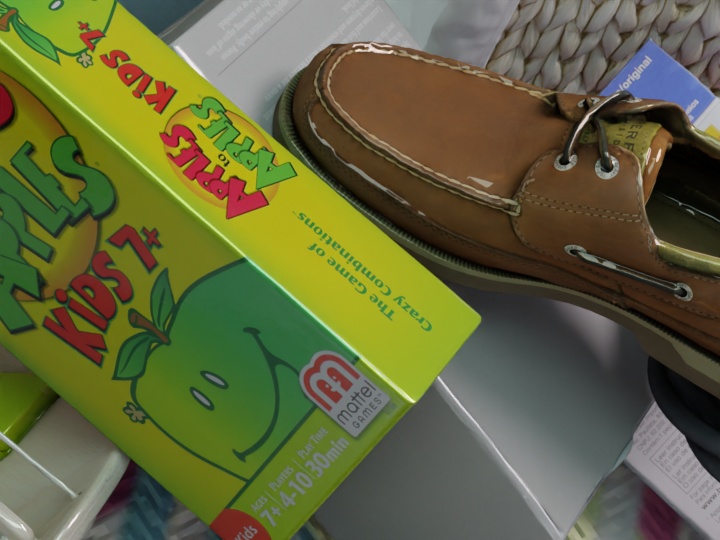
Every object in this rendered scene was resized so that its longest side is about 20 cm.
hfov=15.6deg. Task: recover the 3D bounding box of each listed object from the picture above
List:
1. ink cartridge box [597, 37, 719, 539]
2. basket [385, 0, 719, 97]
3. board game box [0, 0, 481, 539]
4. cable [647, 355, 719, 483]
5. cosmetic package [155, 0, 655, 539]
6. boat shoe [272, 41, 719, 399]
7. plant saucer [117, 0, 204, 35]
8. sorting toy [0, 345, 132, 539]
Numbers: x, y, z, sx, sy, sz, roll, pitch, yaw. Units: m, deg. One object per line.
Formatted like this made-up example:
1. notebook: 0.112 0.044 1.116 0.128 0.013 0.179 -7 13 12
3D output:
1. ink cartridge box: 0.137 0.028 0.916 0.200 0.042 0.119 42 96 8
2. basket: 0.096 -0.176 0.944 0.160 0.200 0.199 1 63 -13
3. board game box: -0.072 -0.012 0.785 0.200 0.102 0.048 41 45 1
4. cable: 0.195 0.020 0.853 0.200 0.051 0.163 -32 60 -9
5. cosmetic package: 0.000 0.000 0.855 0.200 0.090 0.107 55 39 -8
6. boat shoe: 0.074 -0.027 0.789 0.199 0.068 0.072 23 53 -6
7. plant saucer: -0.122 -0.106 0.962 0.199 0.027 0.201 5 63 -9
8. sorting toy: -0.140 -0.009 0.860 0.200 0.107 0.180 40 63 -1
